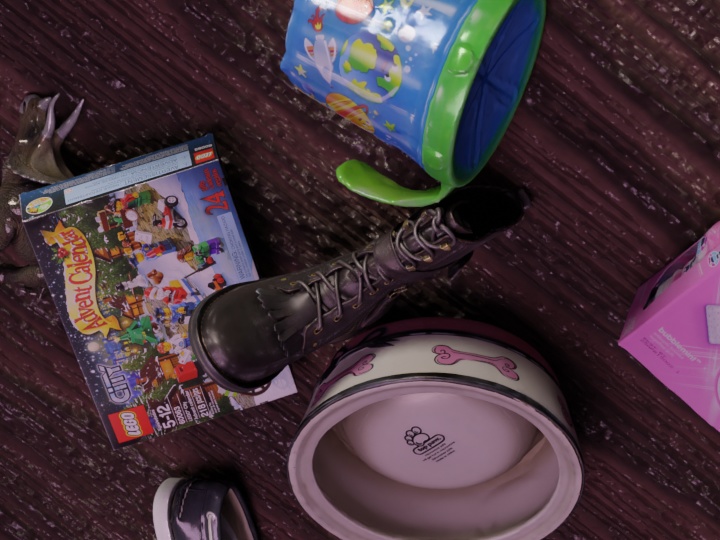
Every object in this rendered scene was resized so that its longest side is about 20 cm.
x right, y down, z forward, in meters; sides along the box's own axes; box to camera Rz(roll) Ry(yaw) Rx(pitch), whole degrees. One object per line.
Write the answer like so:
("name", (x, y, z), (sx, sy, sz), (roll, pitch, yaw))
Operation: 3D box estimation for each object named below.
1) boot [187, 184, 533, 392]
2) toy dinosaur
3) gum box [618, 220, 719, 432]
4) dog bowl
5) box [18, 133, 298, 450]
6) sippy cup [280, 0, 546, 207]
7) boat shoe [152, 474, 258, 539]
("boot", (0.000, 0.000, 1.678), (0.174, 0.200, 0.069), (-32, 85, 41))
("toy dinosaur", (-0.211, -0.018, 1.798), (0.102, 0.077, 0.200), (-9, 118, 32))
("gum box", (0.272, 0.056, 1.685), (0.200, 0.066, 0.113), (40, 128, -11))
("dog bowl", (0.052, 0.111, 1.771), (0.200, 0.074, 0.200), (3, 138, 3))
("box", (-0.135, 0.017, 1.778), (0.136, 0.038, 0.200), (-18, 124, 0))
("sippy cup", (0.027, -0.136, 1.603), (0.130, 0.140, 0.178), (23, 85, 16))
("boat shoe", (-0.093, 0.241, 1.942), (0.060, 0.076, 0.200), (-5, 123, 29))
